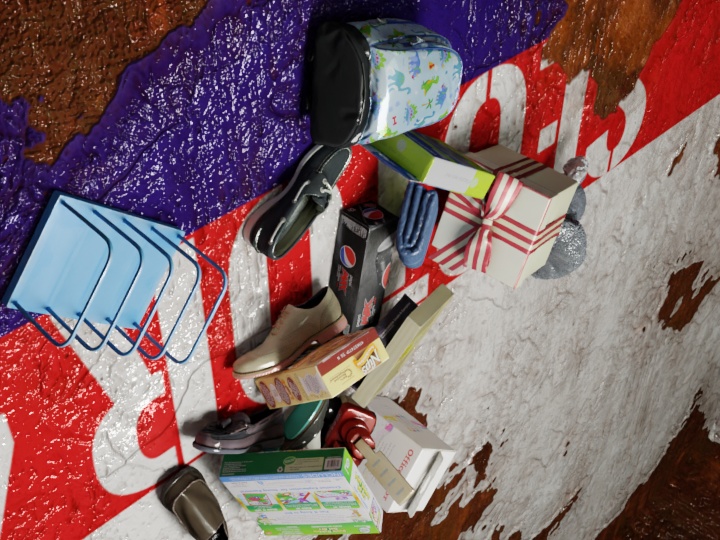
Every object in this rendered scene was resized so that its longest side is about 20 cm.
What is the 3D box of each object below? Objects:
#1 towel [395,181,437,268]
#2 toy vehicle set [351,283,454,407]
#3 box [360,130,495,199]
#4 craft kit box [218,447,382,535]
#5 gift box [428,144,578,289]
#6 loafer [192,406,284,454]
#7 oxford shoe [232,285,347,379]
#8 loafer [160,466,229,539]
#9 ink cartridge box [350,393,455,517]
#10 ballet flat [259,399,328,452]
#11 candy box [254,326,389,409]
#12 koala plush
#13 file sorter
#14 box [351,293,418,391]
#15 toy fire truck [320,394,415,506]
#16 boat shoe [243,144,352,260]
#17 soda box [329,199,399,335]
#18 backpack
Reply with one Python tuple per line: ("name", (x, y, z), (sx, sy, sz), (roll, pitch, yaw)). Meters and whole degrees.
("towel", (0.083, -0.064, 1.506), (0.200, 0.048, 0.113), (50, 56, -84))
("toy vehicle set", (0.067, 0.120, 1.586), (0.124, 0.026, 0.201), (-38, 164, -52))
("box", (0.097, -0.162, 1.452), (0.199, 0.122, 0.048), (7, 116, -54))
("craft kit box", (-0.086, 0.340, 1.514), (0.199, 0.197, 0.049), (67, 24, -44))
("gift box", (0.218, -0.090, 1.623), (0.186, 0.198, 0.187), (-27, 136, -59))
("loafer", (-0.180, 0.234, 1.495), (0.199, 0.071, 0.064), (9, 91, -61))
("oxford shoe", (-0.112, 0.091, 1.467), (0.199, 0.070, 0.075), (-32, 114, -31))
("loafer", (-0.238, 0.367, 1.513), (0.073, 0.071, 0.201), (-44, 145, -18))
("ink cartridge box", (0.057, 0.325, 1.740), (0.125, 0.199, 0.130), (17, 105, -55))
("ballet flat", (-0.111, 0.283, 1.608), (0.200, 0.068, 0.068), (-46, 119, -3))
("candy box", (-0.060, 0.145, 1.459), (0.115, 0.199, 0.056), (-31, 96, -33))
("koala plush", (0.348, -0.101, 1.802), (0.200, 0.182, 0.179), (-50, 156, -39))
("file sorter", (-0.270, 0.018, 1.135), (0.199, 0.122, 0.140), (17, 103, -55))
("box", (0.033, 0.122, 1.621), (0.143, 0.036, 0.200), (-48, 169, -12))
("toy fire truck", (-0.014, 0.324, 1.616), (0.128, 0.200, 0.178), (25, 99, -23))
("boat shoe", (-0.070, -0.096, 1.349), (0.201, 0.060, 0.076), (-51, 146, -8))
("soda box", (0.000, 0.000, 1.519), (0.070, 0.063, 0.202), (-22, 134, -41))
("backpack", (0.039, -0.251, 1.307), (0.199, 0.152, 0.165), (-31, 134, -52))
